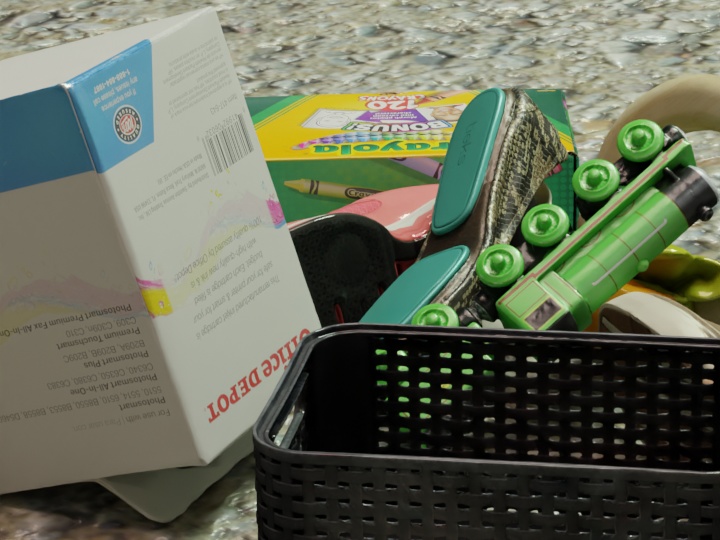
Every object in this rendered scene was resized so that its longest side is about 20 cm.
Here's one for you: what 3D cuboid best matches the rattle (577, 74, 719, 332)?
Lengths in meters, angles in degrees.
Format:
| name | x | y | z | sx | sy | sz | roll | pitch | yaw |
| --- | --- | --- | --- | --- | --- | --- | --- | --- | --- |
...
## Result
| name | x | y | z | sx | sy | sz | roll | pitch | yaw |
| --- | --- | --- | --- | --- | --- | --- | --- | --- | --- |
| rattle | 0.160 | -0.060 | 1.365 | 0.143 | 0.200 | 0.130 | 10 | 40 | -40 |

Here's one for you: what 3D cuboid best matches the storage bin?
| name | x | y | z | sx | sy | sz | roll | pitch | yaw |
| --- | --- | --- | --- | --- | --- | --- | --- | --- | --- |
| storage bin | 0.065 | 0.091 | 1.150 | 0.200 | 0.094 | 0.135 | 1 | 21 | 11 |

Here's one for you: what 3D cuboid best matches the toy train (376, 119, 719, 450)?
| name | x | y | z | sx | sy | sz | roll | pitch | yaw |
| --- | --- | --- | --- | --- | --- | --- | --- | --- | --- |
| toy train | 0.084 | 0.008 | 1.310 | 0.200 | 0.042 | 0.056 | -41 | 57 | -10 |

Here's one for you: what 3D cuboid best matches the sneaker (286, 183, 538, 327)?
| name | x | y | z | sx | sy | sz | roll | pitch | yaw |
| --- | --- | --- | --- | --- | --- | --- | --- | --- | --- |
| sneaker | 0.000 | 0.000 | 1.457 | 0.200 | 0.074 | 0.087 | -15 | 8 | -37 |

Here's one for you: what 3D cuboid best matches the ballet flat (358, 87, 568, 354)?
| name | x | y | z | sx | sy | sz | roll | pitch | yaw |
| --- | --- | --- | --- | --- | --- | --- | --- | --- | --- |
| ballet flat | 0.055 | 0.000 | 1.394 | 0.068 | 0.075 | 0.200 | -23 | 33 | 51 |

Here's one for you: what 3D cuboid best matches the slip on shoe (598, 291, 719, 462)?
| name | x | y | z | sx | sy | sz | roll | pitch | yaw |
| --- | --- | --- | --- | --- | --- | --- | --- | --- | --- |
| slip on shoe | 0.178 | 0.062 | 1.236 | 0.061 | 0.076 | 0.200 | -21 | 30 | -25 |

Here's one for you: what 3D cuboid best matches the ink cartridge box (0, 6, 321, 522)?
| name | x | y | z | sx | sy | sz | roll | pitch | yaw |
| --- | --- | --- | --- | --- | --- | --- | --- | --- | --- |
| ink cartridge box | -0.113 | 0.004 | 1.275 | 0.125 | 0.200 | 0.129 | -10 | 14 | 31 |

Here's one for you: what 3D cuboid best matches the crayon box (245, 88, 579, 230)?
| name | x | y | z | sx | sy | sz | roll | pitch | yaw |
| --- | --- | --- | --- | --- | --- | --- | --- | --- | --- |
| crayon box | 0.017 | -0.055 | 1.586 | 0.200 | 0.058 | 0.119 | -2 | 20 | 0 |
